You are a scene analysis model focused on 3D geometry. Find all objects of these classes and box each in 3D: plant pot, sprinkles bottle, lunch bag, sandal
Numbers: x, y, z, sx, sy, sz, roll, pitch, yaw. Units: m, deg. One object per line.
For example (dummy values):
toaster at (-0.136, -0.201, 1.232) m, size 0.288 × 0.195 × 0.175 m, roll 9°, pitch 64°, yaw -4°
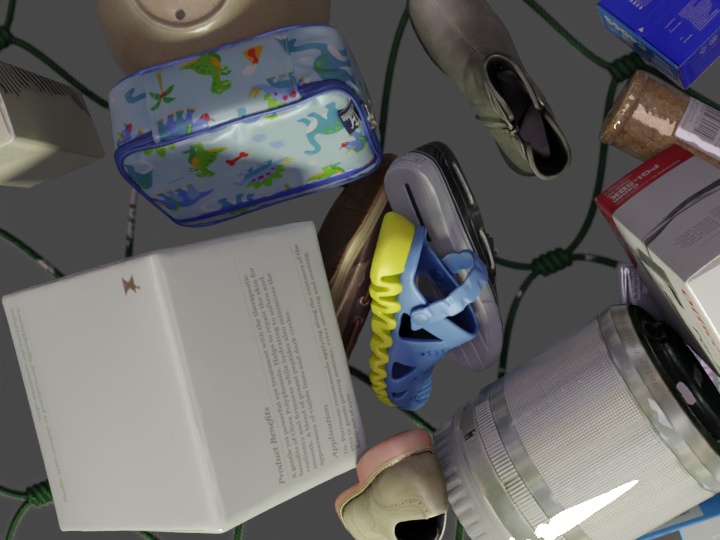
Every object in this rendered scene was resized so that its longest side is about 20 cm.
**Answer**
plant pot at (-0.130, -0.228, 0.886) m, size 0.200 × 0.134 × 0.201 m, roll 0°, pitch 93°, yaw 4°
sprinkles bottle at (0.297, -0.090, 0.891) m, size 0.200 × 0.068 × 0.068 m, roll 29°, pitch 95°, yaw 3°
lunch bag at (-0.086, -0.109, 0.875) m, size 0.199 × 0.161 × 0.083 m, roll -15°, pitch 67°, yaw 6°
sandal at (0.053, 0.044, 0.870) m, size 0.087 × 0.200 × 0.080 m, roll 9°, pitch 49°, yaw 9°

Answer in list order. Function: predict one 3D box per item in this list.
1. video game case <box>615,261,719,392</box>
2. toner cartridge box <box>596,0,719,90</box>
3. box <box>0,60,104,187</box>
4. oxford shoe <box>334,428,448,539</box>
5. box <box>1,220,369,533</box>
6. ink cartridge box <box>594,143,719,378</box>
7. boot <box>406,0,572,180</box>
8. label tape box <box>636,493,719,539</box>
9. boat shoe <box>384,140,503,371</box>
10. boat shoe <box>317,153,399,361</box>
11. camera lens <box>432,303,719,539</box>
video game case at (0.311, 0.089, 0.921) m, size 0.181 × 0.023 × 0.201 m, roll -2°, pitch 92°, yaw 4°
toner cartridge box at (0.297, -0.251, 0.878) m, size 0.200 × 0.043 × 0.095 m, roll -45°, pitch 61°, yaw 5°
box at (-0.280, -0.113, 0.870) m, size 0.082 × 0.200 × 0.069 m, roll -21°, pitch 91°, yaw 4°
oxford shoe at (0.026, 0.196, 0.865) m, size 0.071 × 0.200 × 0.074 m, roll -19°, pitch 65°, yaw -14°
box at (-0.135, 0.083, 0.847) m, size 0.200 × 0.171 × 0.200 m, roll -12°, pitch 92°, yaw 40°
ink cartridge box at (0.264, 0.007, 0.793) m, size 0.083 × 0.200 × 0.147 m, roll -34°, pitch 108°, yaw 6°
boot at (0.107, -0.162, 0.871) m, size 0.068 × 0.131 × 0.200 m, roll -34°, pitch 90°, yaw 5°
label tape box at (0.309, 0.281, 0.900) m, size 0.143 × 0.066 × 0.200 m, roll -21°, pitch 96°, yaw 7°
boat shoe at (0.085, -0.013, 0.908) m, size 0.072 × 0.071 × 0.200 m, roll 2°, pitch 119°, yaw 43°
boat shoe at (0.000, 0.000, 0.928) m, size 0.072 × 0.072 × 0.200 m, roll 26°, pitch 86°, yaw -27°
camera lens at (0.178, 0.135, 0.852) m, size 0.200 × 0.160 × 0.160 m, roll -36°, pitch 89°, yaw 19°
